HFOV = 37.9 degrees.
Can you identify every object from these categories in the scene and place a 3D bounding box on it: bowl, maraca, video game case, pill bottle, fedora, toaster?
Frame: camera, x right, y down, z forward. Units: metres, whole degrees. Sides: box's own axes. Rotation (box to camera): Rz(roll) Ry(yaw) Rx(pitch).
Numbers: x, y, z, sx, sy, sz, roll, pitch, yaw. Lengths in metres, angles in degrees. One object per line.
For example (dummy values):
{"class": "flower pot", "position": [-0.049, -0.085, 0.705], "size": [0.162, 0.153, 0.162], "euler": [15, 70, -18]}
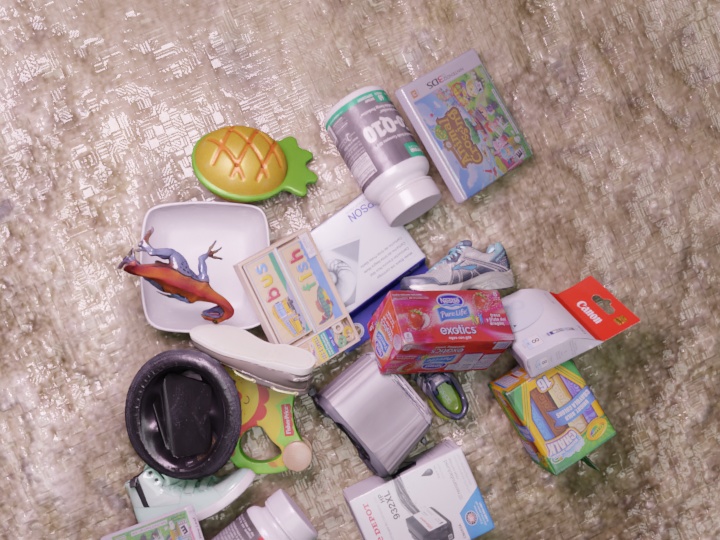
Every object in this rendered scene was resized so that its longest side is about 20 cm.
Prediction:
{"class": "bowl", "position": [-0.241, -0.005, 1.634], "size": [0.198, 0.075, 0.201], "euler": [0, 90, -9]}
{"class": "maraca", "position": [-0.164, -0.164, 1.629], "size": [0.199, 0.107, 0.138], "euler": [0, 61, -22]}
{"class": "video game case", "position": [-0.297, 0.465, 1.578], "size": [0.199, 0.022, 0.183], "euler": [-25, 80, 31]}
{"class": "video game case", "position": [0.168, -0.233, 1.671], "size": [0.182, 0.022, 0.201], "euler": [-34, 96, -34]}
{"class": "pill bottle", "position": [-0.171, 0.440, 1.625], "size": [0.200, 0.114, 0.114], "euler": [-40, 95, -6]}
{"class": "fedora", "position": [-0.259, 0.210, 1.590], "size": [0.199, 0.092, 0.202], "euler": [1, 99, 7]}
{"class": "toaster", "position": [0.018, 0.218, 1.654], "size": [0.129, 0.114, 0.200], "euler": [-41, 94, -11]}
{"class": "pill bottle", "position": [0.036, -0.175, 1.630], "size": [0.113, 0.113, 0.201], "euler": [-29, 78, -7]}

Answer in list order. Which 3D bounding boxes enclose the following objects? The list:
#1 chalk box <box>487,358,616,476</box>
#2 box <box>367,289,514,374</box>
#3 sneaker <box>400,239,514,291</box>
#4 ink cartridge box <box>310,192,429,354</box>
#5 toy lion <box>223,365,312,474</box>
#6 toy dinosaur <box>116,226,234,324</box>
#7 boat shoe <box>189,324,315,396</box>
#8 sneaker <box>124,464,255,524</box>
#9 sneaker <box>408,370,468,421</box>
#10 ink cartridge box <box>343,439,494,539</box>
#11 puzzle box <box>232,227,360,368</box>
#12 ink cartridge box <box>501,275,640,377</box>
{"class": "chalk box", "position": [0.316, 0.242, 1.690], "size": [0.123, 0.125, 0.201], "euler": [-31, 93, -7]}
{"class": "box", "position": [0.123, 0.095, 1.625], "size": [0.199, 0.100, 0.096], "euler": [0, 57, -25]}
{"class": "sneaker", "position": [0.151, -0.002, 1.688], "size": [0.199, 0.078, 0.087], "euler": [-7, 87, -24]}
{"class": "ink cartridge box", "position": [0.000, 0.000, 1.685], "size": [0.199, 0.041, 0.201], "euler": [-37, 96, -7]}
{"class": "toy lion", "position": [-0.179, 0.222, 1.655], "size": [0.190, 0.069, 0.202], "euler": [-7, 92, -1]}
{"class": "toy dinosaur", "position": [-0.263, 0.029, 1.524], "size": [0.181, 0.200, 0.105], "euler": [40, 113, -14]}
{"class": "boat shoe", "position": [-0.165, 0.134, 1.566], "size": [0.200, 0.072, 0.061], "euler": [16, 121, 14]}
{"class": "sneaker", "position": [-0.269, 0.326, 1.622], "size": [0.199, 0.074, 0.119], "euler": [-27, 93, 4]}
{"class": "sneaker", "position": [0.113, 0.159, 1.681], "size": [0.074, 0.081, 0.200], "euler": [-41, 95, -6]}
{"class": "ink cartridge box", "position": [0.092, 0.382, 1.678], "size": [0.199, 0.084, 0.146], "euler": [-24, 93, -7]}
{"class": "puzzle box", "position": [-0.097, 0.051, 1.615], "size": [0.133, 0.025, 0.201], "euler": [-30, 100, -24]}
{"class": "ink cartridge box", "position": [0.317, 0.072, 1.672], "size": [0.199, 0.160, 0.047], "euler": [-26, 123, -6]}
